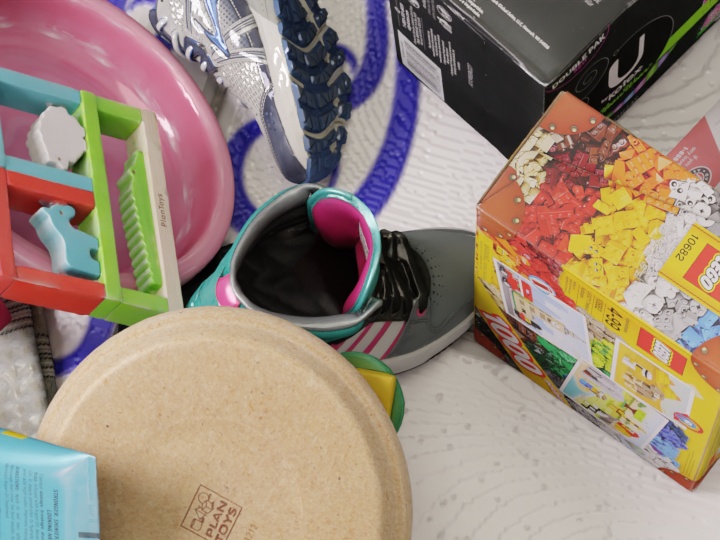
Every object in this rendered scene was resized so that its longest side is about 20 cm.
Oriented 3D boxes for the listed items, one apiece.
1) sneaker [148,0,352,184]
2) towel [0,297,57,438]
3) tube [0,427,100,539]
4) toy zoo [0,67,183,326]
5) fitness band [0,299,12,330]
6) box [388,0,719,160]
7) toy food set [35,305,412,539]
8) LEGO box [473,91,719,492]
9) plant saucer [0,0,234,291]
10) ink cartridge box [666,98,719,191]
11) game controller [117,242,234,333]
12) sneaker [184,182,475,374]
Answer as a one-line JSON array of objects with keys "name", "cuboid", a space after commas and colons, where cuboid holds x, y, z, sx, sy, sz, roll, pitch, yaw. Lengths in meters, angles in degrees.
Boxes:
[{"name": "sneaker", "cuboid": [-0.069, -0.138, 1.309, 0.085, 0.077, 0.201, -22, 83, 25]}, {"name": "towel", "cuboid": [-0.262, 0.055, 1.266, 0.191, 0.035, 0.202, -12, 70, -1]}, {"name": "tube", "cuboid": [-0.197, 0.100, 1.137, 0.199, 0.078, 0.050, 17, 31, 38]}, {"name": "toy zoo", "cuboid": [-0.182, -0.046, 1.159, 0.199, 0.020, 0.132, 14, 50, -36]}, {"name": "fitness band", "cuboid": [-0.253, -0.043, 1.211, 0.037, 0.144, 0.200, -38, 78, -9]}, {"name": "box", "cuboid": [0.125, -0.173, 1.265, 0.200, 0.149, 0.124, -43, 73, -11]}, {"name": "toy food set", "cuboid": [-0.067, 0.118, 1.135, 0.196, 0.049, 0.202, 11, 94, 8]}, {"name": "LEGO box", "cuboid": [0.137, 0.016, 1.173, 0.148, 0.200, 0.077, 35, 75, 14]}, {"name": "plant saucer", "cuboid": [-0.162, -0.064, 1.249, 0.199, 0.051, 0.202, 23, 47, -26]}, {"name": "ink cartridge box", "cuboid": [0.256, -0.019, 1.211, 0.116, 0.068, 0.200, -45, 50, -11]}, {"name": "game controller", "cuboid": [-0.055, 0.083, 1.250, 0.104, 0.042, 0.201, -29, 71, 8]}, {"name": "sneaker", "cuboid": [0.000, 0.000, 1.202, 0.199, 0.121, 0.084, -20, 70, -27]}]
